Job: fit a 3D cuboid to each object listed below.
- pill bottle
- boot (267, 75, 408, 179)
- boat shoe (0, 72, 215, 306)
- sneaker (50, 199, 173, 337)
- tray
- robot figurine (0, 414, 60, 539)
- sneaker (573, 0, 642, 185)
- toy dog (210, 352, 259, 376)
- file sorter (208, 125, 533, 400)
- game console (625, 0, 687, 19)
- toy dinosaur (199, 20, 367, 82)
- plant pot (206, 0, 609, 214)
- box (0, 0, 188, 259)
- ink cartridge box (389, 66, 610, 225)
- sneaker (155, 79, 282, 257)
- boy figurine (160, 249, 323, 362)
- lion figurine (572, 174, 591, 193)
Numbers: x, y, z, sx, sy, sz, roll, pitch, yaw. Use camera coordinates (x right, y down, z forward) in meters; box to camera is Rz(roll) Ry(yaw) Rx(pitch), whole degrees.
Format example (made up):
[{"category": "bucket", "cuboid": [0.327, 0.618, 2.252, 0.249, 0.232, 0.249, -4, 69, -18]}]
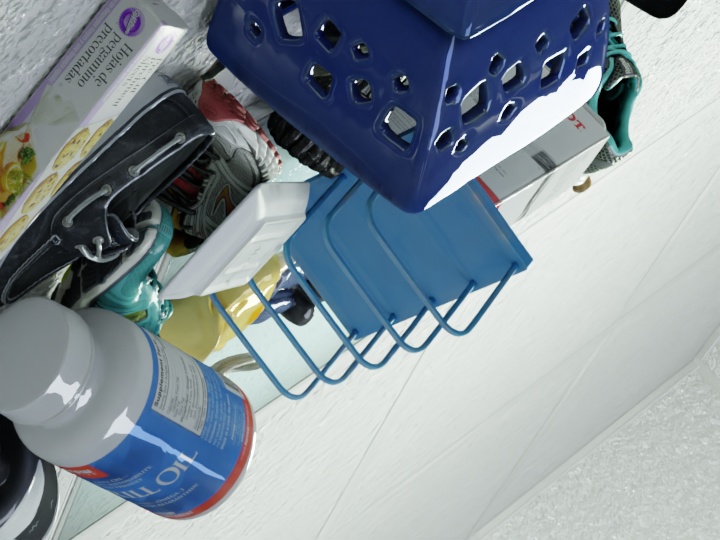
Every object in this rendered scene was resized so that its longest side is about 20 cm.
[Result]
[{"category": "pill bottle", "cuboid": [-0.170, 0.092, 1.585, 0.112, 0.112, 0.200, -47, 139, 9]}, {"category": "boot", "cuboid": [0.026, -0.145, 1.745, 0.211, 0.079, 0.158, 5, 122, -57]}, {"category": "boat shoe", "cuboid": [-0.177, -0.038, 1.523, 0.200, 0.068, 0.072, -45, 165, 3]}, {"category": "sneaker", "cuboid": [-0.169, 0.014, 1.631, 0.200, 0.079, 0.078, 127, -25, -50]}, {"category": "tray", "cuboid": [-0.083, -0.018, 1.650, 0.107, 0.022, 0.200, -46, 175, 8]}, {"category": "robot figurine", "cuboid": [-0.284, 0.149, 1.647, 0.200, 0.150, 0.125, 82, 13, -71]}, {"category": "sneaker", "cuboid": [0.209, -0.174, 1.973, 0.077, 0.201, 0.091, 7, 171, -33]}, {"category": "toy dog", "cuboid": [-0.159, 0.137, 1.958, 0.132, 0.097, 0.200, -23, 171, 25]}, {"category": "file sorter", "cuboid": [0.000, 0.000, 1.778, 0.200, 0.139, 0.123, -24, -162, 43]}, {"category": "game console", "cuboid": [0.221, -0.291, 1.806, 0.171, 0.118, 0.200, -24, 154, -54]}, {"category": "toy dinosaur", "cuboid": [-0.029, -0.153, 1.589, 0.199, 0.048, 0.088, -8, -168, -22]}, {"category": "plant pot", "cuboid": [0.044, -0.189, 1.477, 0.200, 0.200, 0.180, -35, 156, -35]}, {"category": "box", "cuboid": [-0.186, -0.089, 1.419, 0.200, 0.039, 0.041, -49, 166, 15]}, {"category": "ink cartridge box", "cuboid": [0.085, -0.103, 1.890, 0.200, 0.147, 0.083, -30, 161, -41]}, {"category": "sneaker", "cuboid": [-0.109, -0.064, 1.618, 0.082, 0.078, 0.200, -37, 164, -20]}, {"category": "boy figurine", "cuboid": [-0.099, 0.028, 1.922, 0.124, 0.064, 0.200, -47, 168, 29]}, {"category": "lion figurine", "cuboid": [0.107, -0.094, 2.009, 0.200, 0.123, 0.072, -31, -160, -15]}]
